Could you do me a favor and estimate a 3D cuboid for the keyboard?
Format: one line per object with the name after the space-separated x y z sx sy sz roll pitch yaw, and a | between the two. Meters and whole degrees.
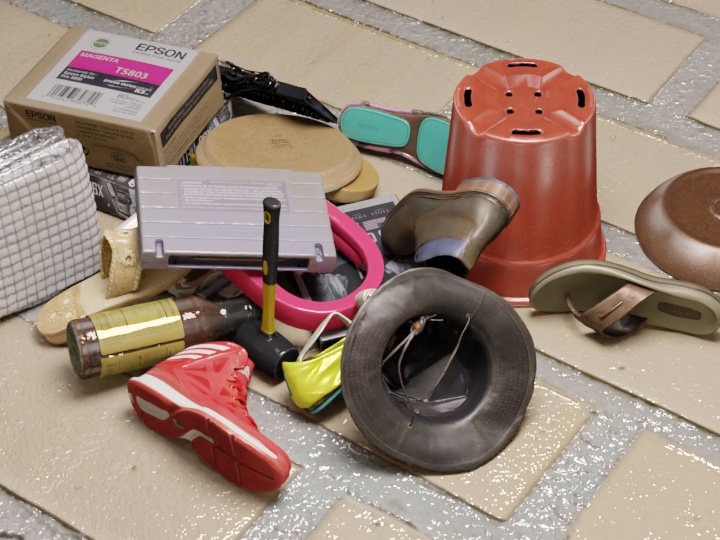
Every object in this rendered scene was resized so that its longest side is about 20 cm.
-0.124 -0.204 1.829 0.199 0.104 0.040 19 77 43 | keyboard

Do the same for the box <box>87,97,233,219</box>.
-0.267 -0.152 1.821 0.156 0.050 0.200 19 46 23 | box

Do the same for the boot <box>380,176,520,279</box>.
0.068 -0.028 1.567 0.199 0.075 0.097 -21 31 53 | boot

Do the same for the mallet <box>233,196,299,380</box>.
-0.096 0.012 1.520 0.065 0.202 0.041 25 41 36 | mallet

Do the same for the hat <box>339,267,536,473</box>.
0.064 0.095 1.488 0.198 0.203 0.081 -18 5 -18 | hat

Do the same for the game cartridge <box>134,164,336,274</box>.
-0.130 -0.053 1.588 0.197 0.039 0.131 2 42 -14 | game cartridge

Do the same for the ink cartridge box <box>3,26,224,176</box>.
-0.279 -0.193 1.773 0.197 0.076 0.165 12 44 17 | ink cartridge box

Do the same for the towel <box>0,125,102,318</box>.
-0.372 -0.040 1.614 0.199 0.167 0.085 -29 44 -29 | towel

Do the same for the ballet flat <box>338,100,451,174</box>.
0.071 -0.157 1.812 0.198 0.070 0.071 17 18 20 | ballet flat

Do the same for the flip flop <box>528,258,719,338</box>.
0.268 0.040 1.576 0.197 0.081 0.058 12 57 7 | flip flop

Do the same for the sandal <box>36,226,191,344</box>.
-0.250 -0.007 1.583 0.210 0.070 0.078 -33 45 2 | sandal

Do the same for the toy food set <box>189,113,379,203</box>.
-0.091 -0.124 1.770 0.198 0.049 0.198 -15 35 -30 | toy food set

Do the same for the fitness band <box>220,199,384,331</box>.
-0.067 -0.015 1.615 0.143 0.038 0.199 -33 58 -32 | fitness band

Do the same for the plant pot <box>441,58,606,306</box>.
0.169 -0.103 1.640 0.198 0.197 0.202 -1 41 1 | plant pot

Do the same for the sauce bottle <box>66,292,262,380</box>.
-0.195 0.061 1.566 0.198 0.065 0.065 -10 41 -24 | sauce bottle

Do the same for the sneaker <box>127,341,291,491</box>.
-0.120 0.124 1.486 0.199 0.079 0.115 29 51 28 | sneaker

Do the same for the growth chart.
-0.179 -0.025 1.684 0.199 0.018 0.145 27 60 29 | growth chart

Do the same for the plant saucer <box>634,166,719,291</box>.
0.401 -0.056 1.700 0.197 0.037 0.202 0 42 0 | plant saucer

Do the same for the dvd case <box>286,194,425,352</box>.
0.000 0.000 1.660 0.148 0.025 0.201 -13 44 -12 | dvd case

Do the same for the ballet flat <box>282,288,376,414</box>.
0.004 0.059 1.534 0.199 0.067 0.067 -37 94 -20 | ballet flat
